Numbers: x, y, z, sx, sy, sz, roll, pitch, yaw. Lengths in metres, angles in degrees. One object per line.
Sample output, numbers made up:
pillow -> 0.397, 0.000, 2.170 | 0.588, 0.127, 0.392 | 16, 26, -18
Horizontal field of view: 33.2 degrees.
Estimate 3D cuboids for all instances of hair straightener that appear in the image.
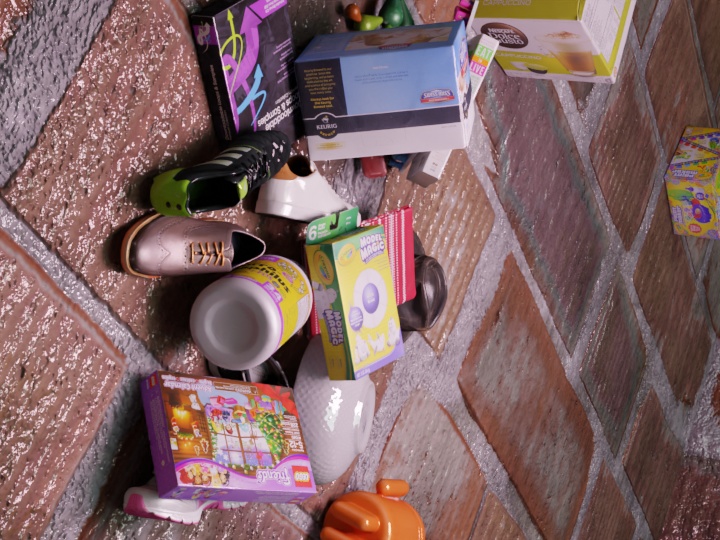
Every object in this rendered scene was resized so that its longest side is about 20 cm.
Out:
hair straightener -> 0.006, -0.231, 1.653 | 0.077, 0.041, 0.200 | -72, 150, -60

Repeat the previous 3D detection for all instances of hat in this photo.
hat -> 0.082, 0.038, 1.791 | 0.200, 0.081, 0.201 | -25, 119, -56

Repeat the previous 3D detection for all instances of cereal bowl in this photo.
cereal bowl -> -0.031, 0.185, 1.579 | 0.200, 0.083, 0.201 | 7, 90, -78

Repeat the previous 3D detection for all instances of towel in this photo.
towel -> 0.000, 0.000, 1.652 | 0.200, 0.022, 0.145 | -21, 117, -37

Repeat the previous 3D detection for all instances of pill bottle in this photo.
pill bottle -> -0.118, 0.041, 1.402 | 0.200, 0.104, 0.105 | -44, 136, -72

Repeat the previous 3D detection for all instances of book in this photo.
book -> 0.123, -0.215, 1.642 | 0.134, 0.048, 0.200 | 177, -63, -84

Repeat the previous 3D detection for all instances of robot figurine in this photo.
robot figurine -> 0.020, 0.382, 1.740 | 0.200, 0.116, 0.144 | 28, 46, -57

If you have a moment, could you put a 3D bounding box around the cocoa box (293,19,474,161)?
cocoa box -> 0.033, -0.224, 1.494 | 0.133, 0.199, 0.132 | -68, 152, -63

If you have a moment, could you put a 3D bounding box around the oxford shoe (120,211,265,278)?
oxford shoe -> -0.182, -0.028, 1.330 | 0.200, 0.073, 0.072 | -14, 110, -58

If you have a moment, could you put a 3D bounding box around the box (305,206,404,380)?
box -> -0.007, 0.025, 1.505 | 0.117, 0.048, 0.201 | -23, 104, -52

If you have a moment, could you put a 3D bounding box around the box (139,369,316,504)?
box -> -0.147, 0.190, 1.361 | 0.200, 0.039, 0.137 | 13, 52, -43

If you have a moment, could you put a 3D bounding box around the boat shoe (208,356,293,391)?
boat shoe -> -0.118, 0.147, 1.496 | 0.074, 0.060, 0.200 | -63, 145, -29

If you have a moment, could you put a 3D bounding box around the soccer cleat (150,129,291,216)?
soccer cleat -> -0.141, -0.102, 1.338 | 0.200, 0.081, 0.068 | -29, 125, -38

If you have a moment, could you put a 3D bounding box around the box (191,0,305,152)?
box -> -0.124, -0.227, 1.417 | 0.143, 0.036, 0.200 | -45, 136, -45

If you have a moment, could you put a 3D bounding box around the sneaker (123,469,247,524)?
sneaker -> -0.199, 0.234, 1.373 | 0.200, 0.081, 0.088 | -1, 94, -66

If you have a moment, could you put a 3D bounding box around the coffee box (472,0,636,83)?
coffee box -> 0.317, -0.442, 1.954 | 0.198, 0.199, 0.200 | 38, 66, -55

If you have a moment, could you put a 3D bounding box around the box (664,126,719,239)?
box -> 0.854, -0.219, 3.009 | 0.193, 0.122, 0.200 | -59, 143, -32

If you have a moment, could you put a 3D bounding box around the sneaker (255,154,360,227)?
sneaker -> -0.056, -0.099, 1.529 | 0.200, 0.073, 0.085 | 10, 86, -61

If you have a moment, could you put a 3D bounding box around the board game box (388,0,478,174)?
board game box -> 0.099, -0.257, 1.690 | 0.200, 0.026, 0.200 | 129, -19, -71

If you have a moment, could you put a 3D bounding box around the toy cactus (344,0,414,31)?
toy cactus -> 0.051, -0.367, 1.638 | 0.200, 0.102, 0.165 | 45, 47, -48
